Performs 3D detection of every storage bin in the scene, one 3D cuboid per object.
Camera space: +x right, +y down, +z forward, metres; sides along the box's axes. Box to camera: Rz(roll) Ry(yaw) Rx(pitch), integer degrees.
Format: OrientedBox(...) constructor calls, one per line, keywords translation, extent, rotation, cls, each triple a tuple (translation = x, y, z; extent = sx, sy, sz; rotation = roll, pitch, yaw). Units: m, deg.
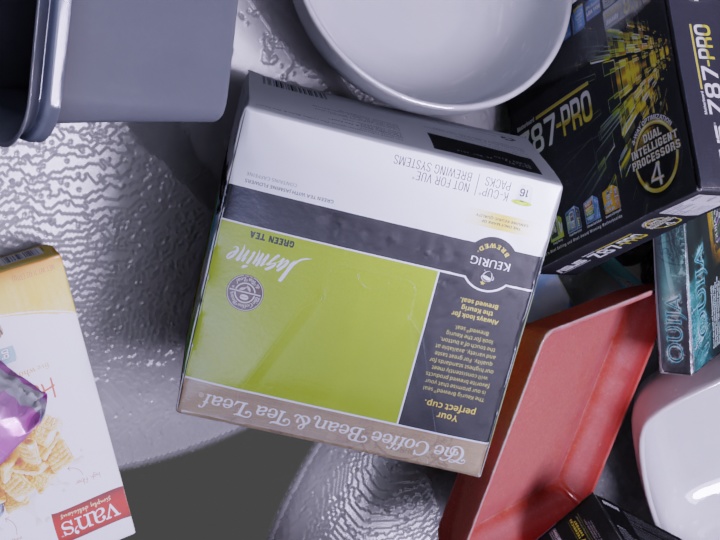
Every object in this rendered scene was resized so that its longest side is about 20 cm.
OrientedBox(translation=(-0.165, -0.149, 0.897), extent=(0.133, 0.199, 0.147), rotation=(1, 101, -36), cls="storage bin")

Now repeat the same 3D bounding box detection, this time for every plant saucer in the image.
OrientedBox(translation=(0.130, 0.103, 1.078), extent=(0.199, 0.037, 0.201), rotation=(-16, 130, -54), cls="plant saucer")

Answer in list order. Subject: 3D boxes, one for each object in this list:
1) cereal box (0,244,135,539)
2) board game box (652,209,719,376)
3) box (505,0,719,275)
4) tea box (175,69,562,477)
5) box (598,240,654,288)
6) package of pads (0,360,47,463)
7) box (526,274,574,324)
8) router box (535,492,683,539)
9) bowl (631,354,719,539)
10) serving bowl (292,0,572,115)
OrientedBox(translation=(-0.236, 0.100, 0.993), extent=(0.143, 0.039, 0.202), rotation=(-19, 109, -19), cls="cereal box")
OrientedBox(translation=(0.244, -0.042, 1.105), extent=(0.135, 0.028, 0.202), rotation=(-24, 113, -52), cls="board game box")
OrientedBox(translation=(0.168, -0.099, 1.025), extent=(0.049, 0.200, 0.163), rotation=(1, 76, -25), cls="box")
OrientedBox(translation=(0.000, 0.000, 0.988), extent=(0.198, 0.134, 0.199), rotation=(14, 105, -8), cls="tea box")
OrientedBox(translation=(0.244, -0.082, 1.175), extent=(0.082, 0.049, 0.201), rotation=(37, 84, -27), cls="box")
OrientedBox(translation=(-0.291, 0.109, 0.912), extent=(0.120, 0.076, 0.200), rotation=(44, 99, -12), cls="package of pads")
OrientedBox(translation=(0.081, 0.021, 1.121), extent=(0.122, 0.048, 0.201), rotation=(-37, 114, -13), cls="box")
OrientedBox(translation=(0.178, 0.253, 1.157), extent=(0.149, 0.051, 0.199), rotation=(-43, 137, 15), cls="router box")
OrientedBox(translation=(0.301, 0.124, 1.200), extent=(0.198, 0.075, 0.201), rotation=(-23, 127, -1), cls="bowl")
OrientedBox(translation=(0.038, -0.191, 1.027), extent=(0.198, 0.066, 0.203), rotation=(5, 75, -19), cls="serving bowl")
